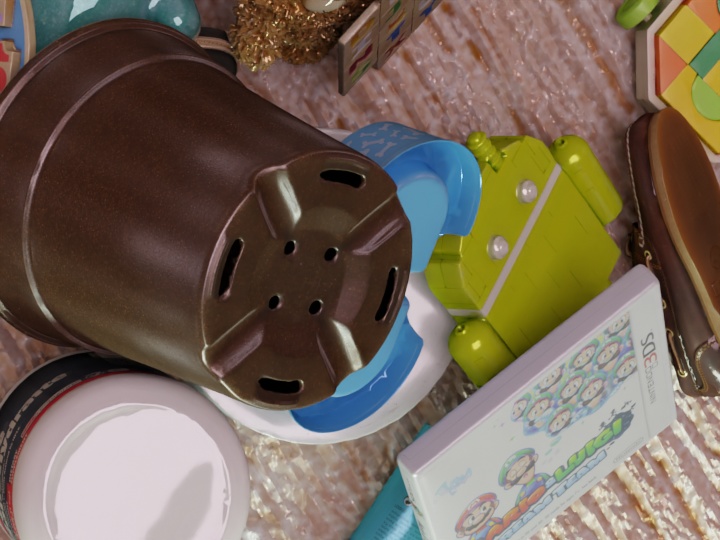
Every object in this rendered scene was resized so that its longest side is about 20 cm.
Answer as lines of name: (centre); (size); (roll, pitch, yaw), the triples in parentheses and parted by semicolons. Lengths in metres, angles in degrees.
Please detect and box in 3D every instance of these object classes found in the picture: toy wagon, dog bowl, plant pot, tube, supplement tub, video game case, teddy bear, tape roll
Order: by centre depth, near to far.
plant pot: (-0.089, -0.021, 1.550); (0.200, 0.198, 0.201); (-18, 119, -36)
supplement tub: (-0.152, 0.122, 1.658); (0.140, 0.200, 0.141); (-1, 94, -15)
dog bowl: (0.000, 0.000, 1.659); (0.111, 0.050, 0.201); (0, 120, -47)
teddy bear: (-0.019, -0.172, 1.680); (0.145, 0.200, 0.067); (-21, 76, -12)
video game case: (0.117, 0.106, 1.749); (0.200, 0.182, 0.024); (-37, 60, -12)
tape roll: (-0.034, 0.007, 1.750); (0.202, 0.071, 0.203); (-1, 95, -15)
tube: (0.012, 0.197, 1.792); (0.077, 0.050, 0.200); (33, 89, -21)
toy wagon: (0.271, -0.169, 1.838); (0.155, 0.040, 0.200); (43, 83, -15)

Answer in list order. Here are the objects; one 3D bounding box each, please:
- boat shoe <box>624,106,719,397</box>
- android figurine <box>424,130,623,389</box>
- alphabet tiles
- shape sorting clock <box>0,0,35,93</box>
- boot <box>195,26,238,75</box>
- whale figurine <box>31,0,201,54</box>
boat shoe: (0.210, -0.007, 1.816); (0.070, 0.070, 0.201); (-30, 104, -50)
android figurine: (0.107, -0.004, 1.756); (0.200, 0.041, 0.182); (54, 54, -37)
alphabet tiles: (0.043, -0.184, 1.696); (0.006, 0.200, 0.166); (42, 82, 6)
shape sorting clock: (-0.270, -0.122, 1.626); (0.039, 0.199, 0.201); (5, 94, -59)
boot: (-0.154, -0.060, 1.674); (0.199, 0.139, 0.078); (-22, 143, -4)
whale figurine: (-0.173, -0.167, 1.640); (0.159, 0.104, 0.200); (16, 69, 17)
